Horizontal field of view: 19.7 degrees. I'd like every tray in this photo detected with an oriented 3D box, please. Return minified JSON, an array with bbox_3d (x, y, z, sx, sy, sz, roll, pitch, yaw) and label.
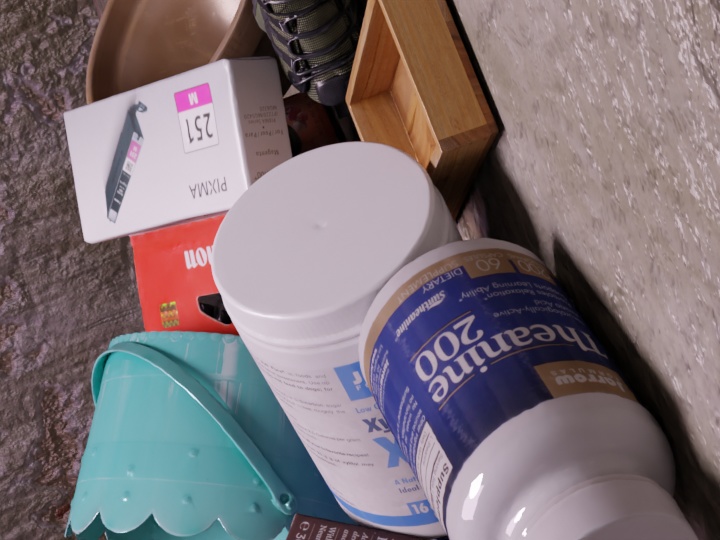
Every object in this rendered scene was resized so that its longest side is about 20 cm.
[{"bbox_3d":[0.032,-0.088,1.161,0.200,0.037,0.099,106,143,-77],"label":"tray"}]

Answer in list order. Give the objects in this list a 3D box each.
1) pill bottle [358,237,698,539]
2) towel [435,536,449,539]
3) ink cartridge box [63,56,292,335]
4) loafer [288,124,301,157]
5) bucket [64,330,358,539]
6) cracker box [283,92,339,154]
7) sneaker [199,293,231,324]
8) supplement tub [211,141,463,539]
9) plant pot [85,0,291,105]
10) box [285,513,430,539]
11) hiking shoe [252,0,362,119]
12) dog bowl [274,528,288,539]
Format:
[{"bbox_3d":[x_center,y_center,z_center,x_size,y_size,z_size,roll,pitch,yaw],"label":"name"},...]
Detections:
[{"bbox_3d":[0.080,0.082,0.981,0.200,0.111,0.111,-120,14,-50],"label":"pill bottle"},{"bbox_3d":[0.049,0.104,1.314,0.148,0.049,0.200,45,-168,-48],"label":"towel"},{"bbox_3d":[-0.114,-0.036,1.356,0.200,0.043,0.174,-10,88,51],"label":"ink cartridge box"},{"bbox_3d":[-0.062,-0.072,1.466,0.200,0.070,0.070,11,106,36],"label":"loafer"},{"bbox_3d":[-0.092,0.124,1.390,0.207,0.206,0.135,108,169,-76],"label":"bucket"},{"bbox_3d":[-0.038,-0.043,1.607,0.200,0.058,0.134,104,144,-76],"label":"cracker box"},{"bbox_3d":[-0.044,0.030,1.496,0.090,0.199,0.078,-73,-1,-49],"label":"sneaker"},{"bbox_3d":[0.012,0.043,1.142,0.200,0.132,0.132,62,179,-43],"label":"supplement tub"},{"bbox_3d":[-0.102,-0.168,1.486,0.093,0.201,0.201,26,-160,-34],"label":"plant pot"},{"bbox_3d":[0.044,0.209,1.141,0.075,0.199,0.100,82,-157,-47],"label":"box"},{"bbox_3d":[-0.022,-0.157,1.269,0.101,0.076,0.200,60,178,9],"label":"hiking shoe"},{"bbox_3d":[-0.008,0.174,1.559,0.200,0.079,0.200,48,-170,-11],"label":"dog bowl"}]
